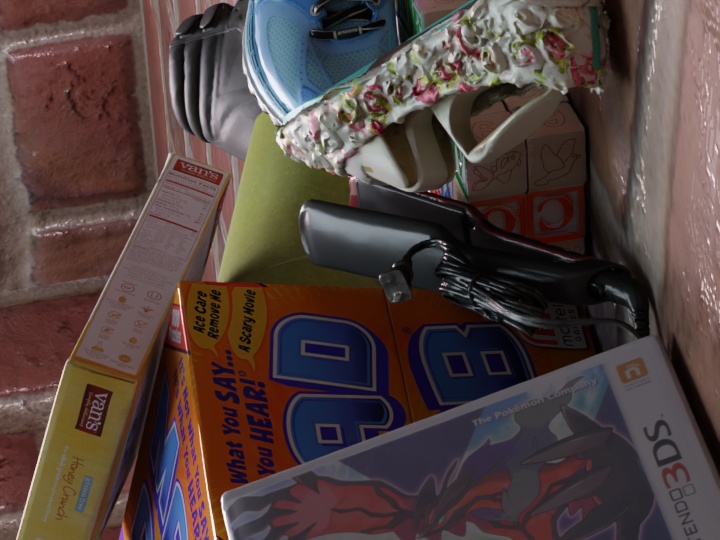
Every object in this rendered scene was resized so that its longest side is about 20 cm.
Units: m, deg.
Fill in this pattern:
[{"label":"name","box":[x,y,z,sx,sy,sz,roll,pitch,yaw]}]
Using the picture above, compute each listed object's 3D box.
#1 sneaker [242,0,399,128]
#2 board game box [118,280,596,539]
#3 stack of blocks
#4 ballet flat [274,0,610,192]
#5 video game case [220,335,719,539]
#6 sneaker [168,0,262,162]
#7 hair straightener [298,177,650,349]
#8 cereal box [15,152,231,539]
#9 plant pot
[{"label":"sneaker","box":[-0.021,-0.150,1.425,0.090,0.078,0.200,106,153,-60]},{"label":"board game box","box":[0.005,0.147,1.382,0.200,0.199,0.200,-102,20,-44]},{"label":"stack of blocks","box":[0.056,-0.084,1.430,0.200,0.058,0.115,-111,14,-58]},{"label":"ballet flat","box":[0.034,-0.071,1.298,0.200,0.076,0.064,-29,75,47]},{"label":"video game case","box":[0.053,0.123,1.182,0.182,0.200,0.023,-108,-4,-48]},{"label":"sneaker","box":[-0.055,-0.156,1.697,0.071,0.099,0.200,10,-86,-62]},{"label":"hair straightener","box":[0.045,0.007,1.306,0.200,0.077,0.041,23,129,38]},{"label":"cereal box","box":[-0.118,0.050,1.457,0.200,0.039,0.144,-71,-1,-58]},{"label":"plant pot","box":[0.000,0.000,1.581,0.200,0.200,0.190,92,179,-55]}]
